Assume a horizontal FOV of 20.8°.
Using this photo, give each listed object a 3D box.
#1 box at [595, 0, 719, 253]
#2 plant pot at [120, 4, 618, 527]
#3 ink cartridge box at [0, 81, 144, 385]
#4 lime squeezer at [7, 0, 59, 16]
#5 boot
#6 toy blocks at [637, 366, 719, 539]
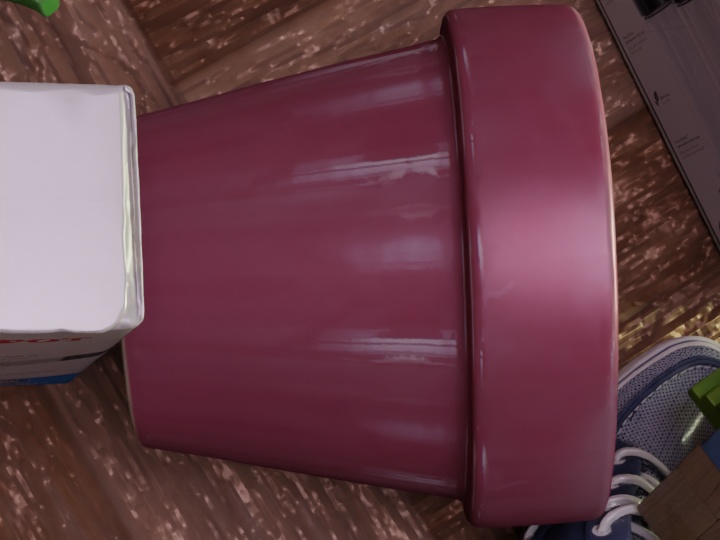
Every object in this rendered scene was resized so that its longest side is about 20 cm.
[{"bbox_3d":[0.171,-0.092,0.850,0.060,0.117,0.201,-26,88,-17],"label":"box"},{"bbox_3d":[0.000,0.000,0.761,0.177,0.200,0.202,-2,82,0],"label":"plant pot"},{"bbox_3d":[-0.162,-0.006,0.701,0.143,0.200,0.085,-1,82,-16],"label":"ink cartridge box"},{"bbox_3d":[-0.183,-0.139,0.790,0.200,0.071,0.038,41,90,24],"label":"lime squeezer"},{"bbox_3d":[0.112,0.109,0.816,0.073,0.090,0.201,38,74,-7],"label":"boot"},{"bbox_3d":[0.194,0.049,0.739,0.199,0.137,0.100,-32,76,-22],"label":"toy blocks"}]
